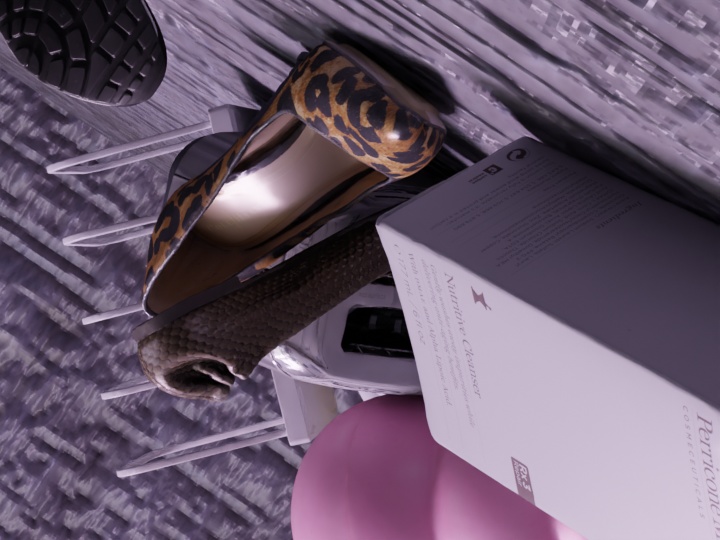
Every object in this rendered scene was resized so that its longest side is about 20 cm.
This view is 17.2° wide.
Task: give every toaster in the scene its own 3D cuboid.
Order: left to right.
[{"bbox_3d":[0.000,0.000,1.207,0.199,0.114,0.129,8,-170,-37],"label":"toaster"}]

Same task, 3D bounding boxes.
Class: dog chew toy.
[{"bbox_3d":[0.067,0.117,1.193,0.199,0.125,0.124,-9,154,27],"label":"dog chew toy"}]

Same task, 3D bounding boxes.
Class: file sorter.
[{"bbox_3d":[-0.102,0.013,1.445,0.139,0.124,0.201,-18,-86,-84],"label":"file sorter"}]

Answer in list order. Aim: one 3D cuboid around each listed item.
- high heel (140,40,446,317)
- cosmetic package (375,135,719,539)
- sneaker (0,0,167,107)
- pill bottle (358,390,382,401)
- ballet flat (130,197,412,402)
[{"bbox_3d":[-0.034,-0.027,1.031,0.071,0.143,0.200,37,176,-15],"label":"high heel"},{"bbox_3d":[0.103,0.039,0.876,0.200,0.081,0.113,30,143,51],"label":"cosmetic package"},{"bbox_3d":[-0.165,-0.154,1.257,0.200,0.076,0.087,39,-170,21],"label":"sneaker"},{"bbox_3d":[0.066,0.053,1.395,0.109,0.110,0.200,31,-177,32],"label":"pill bottle"},{"bbox_3d":[-0.011,0.009,1.070,0.047,0.199,0.067,63,151,5],"label":"ballet flat"}]
